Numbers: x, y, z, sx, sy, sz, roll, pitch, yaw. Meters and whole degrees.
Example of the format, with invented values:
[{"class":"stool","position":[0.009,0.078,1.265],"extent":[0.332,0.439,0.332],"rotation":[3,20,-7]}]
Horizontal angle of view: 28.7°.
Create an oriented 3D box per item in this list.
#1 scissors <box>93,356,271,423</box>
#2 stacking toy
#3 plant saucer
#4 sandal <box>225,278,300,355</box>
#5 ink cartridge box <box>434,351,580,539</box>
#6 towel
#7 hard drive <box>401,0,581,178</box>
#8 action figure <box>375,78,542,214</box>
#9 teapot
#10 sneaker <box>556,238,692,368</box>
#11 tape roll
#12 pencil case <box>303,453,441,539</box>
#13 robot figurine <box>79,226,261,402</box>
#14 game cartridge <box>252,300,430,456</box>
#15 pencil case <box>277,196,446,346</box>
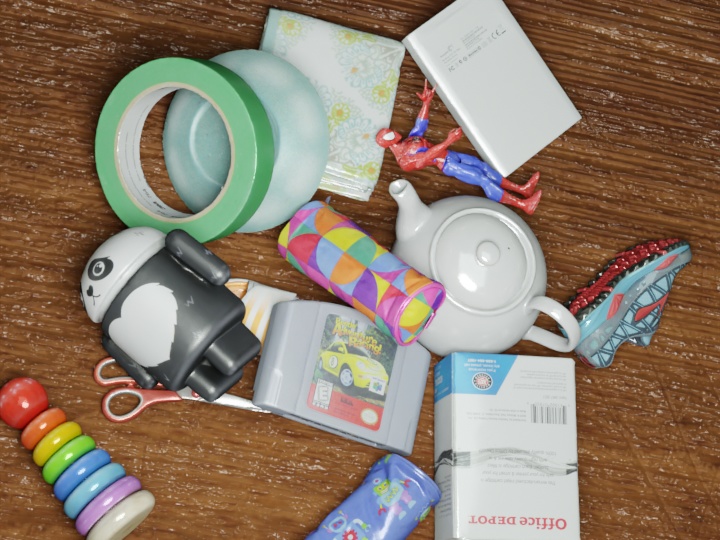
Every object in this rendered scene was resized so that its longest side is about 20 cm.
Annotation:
[{"class":"scissors","position":[-0.191,0.125,1.532],"extent":[0.197,0.014,0.074],"rotation":[-2,74,-10]},{"class":"stacking toy","position":[-0.305,0.192,1.466],"extent":[0.085,0.085,0.200],"rotation":[-38,79,-17]},{"class":"plant saucer","position":[-0.133,-0.143,1.549],"extent":[0.198,0.039,0.204],"rotation":[1,94,16]},{"class":"sandal","position":[-0.079,0.060,1.546],"extent":[0.204,0.059,0.080],"rotation":[19,74,-5]},{"class":"ink cartridge box","position":[0.158,0.199,1.543],"extent":[0.143,0.084,0.203],"rotation":[4,75,-13]},{"class":"towel","position":[-0.048,-0.192,1.625],"extent":[0.169,0.048,0.203],"rotation":[15,74,-10]},{"class":"hard drive","position":[0.157,-0.226,1.666],"extent":[0.131,0.026,0.201],"rotation":[-37,95,-17]},{"class":"action figure","position":[0.118,-0.142,1.595],"extent":[0.197,0.100,0.066],"rotation":[16,30,-7]},{"class":"teapot","position":[0.129,0.003,1.557],"extent":[0.197,0.146,0.200],"rotation":[-5,77,-13]},{"class":"sneaker","position":[0.314,0.039,1.633],"extent":[0.199,0.079,0.096],"rotation":[-36,109,-19]},{"class":"tape roll","position":[-0.192,-0.128,1.521],"extent":[0.198,0.048,0.203],"rotation":[3,98,21]},{"class":"pencil case","position":[-0.005,0.282,1.497],"extent":[0.087,0.078,0.200],"rotation":[40,72,20]},{"class":"robot figurine","position":[-0.202,0.045,1.472],"extent":[0.200,0.125,0.151],"rotation":[41,81,6]},{"class":"game cartridge","position":[-0.015,0.110,1.527],"extent":[0.198,0.041,0.135],"rotation":[21,68,-26]},{"class":"pencil case","position":[0.000,0.000,1.518],"extent":[0.088,0.089,0.199],"rotation":[-41,55,-17]}]
